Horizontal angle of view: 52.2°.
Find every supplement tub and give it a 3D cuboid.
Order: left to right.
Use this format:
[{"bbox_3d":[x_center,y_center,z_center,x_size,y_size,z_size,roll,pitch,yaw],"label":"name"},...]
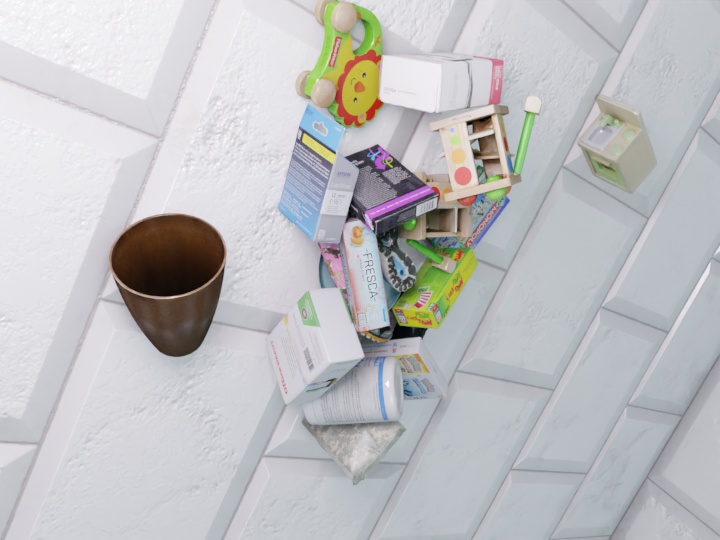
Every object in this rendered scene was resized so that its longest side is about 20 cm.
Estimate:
[{"bbox_3d":[-0.013,0.253,1.541,0.194,0.134,0.134,-5,129,12],"label":"supplement tub"}]

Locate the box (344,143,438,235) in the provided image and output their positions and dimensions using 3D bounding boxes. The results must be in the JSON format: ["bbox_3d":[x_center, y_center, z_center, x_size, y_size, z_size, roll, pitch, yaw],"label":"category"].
[{"bbox_3d":[0.030,-0.153,1.349,0.140,0.200,0.037,-23,138,-24],"label":"box"}]

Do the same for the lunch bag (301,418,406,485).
[{"bbox_3d":[-0.005,0.358,1.627,0.164,0.199,0.118,-44,134,-8],"label":"lunch bag"}]

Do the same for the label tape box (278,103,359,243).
[{"bbox_3d":[-0.068,-0.171,1.299,0.065,0.143,0.205,4,114,-37],"label":"label tape box"}]

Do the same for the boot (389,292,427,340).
[{"bbox_3d":[0.085,0.097,1.629,0.167,0.076,0.202,32,94,-43],"label":"boot"}]

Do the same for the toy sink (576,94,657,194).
[{"bbox_3d":[0.611,-0.300,1.772,0.112,0.130,0.200,-47,135,-3],"label":"toy sink"}]

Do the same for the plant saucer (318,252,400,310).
[{"bbox_3d":[0.000,0.000,1.489,0.195,0.027,0.207,0,90,-25],"label":"plant saucer"}]

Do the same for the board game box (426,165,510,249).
[{"bbox_3d":[0.244,-0.117,1.660,0.202,0.029,0.134,-53,134,0],"label":"board game box"}]

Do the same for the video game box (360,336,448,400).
[{"bbox_3d":[0.083,0.226,1.642,0.178,0.048,0.201,-10,139,23],"label":"video game box"}]

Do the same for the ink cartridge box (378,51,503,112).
[{"bbox_3d":[0.148,-0.346,1.338,0.197,0.144,0.087,-21,122,-43],"label":"ink cartridge box"}]

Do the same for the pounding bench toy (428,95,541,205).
[{"bbox_3d":[0.246,-0.212,1.327,0.124,0.195,0.160,-23,100,-65],"label":"pounding bench toy"}]

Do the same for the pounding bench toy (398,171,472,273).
[{"bbox_3d":[0.128,-0.092,1.473,0.153,0.123,0.206,-5,98,-35],"label":"pounding bench toy"}]

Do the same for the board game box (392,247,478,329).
[{"bbox_3d":[0.159,0.033,1.543,0.201,0.100,0.048,-53,129,-35],"label":"board game box"}]

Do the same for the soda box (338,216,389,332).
[{"bbox_3d":[0.004,0.005,1.351,0.062,0.068,0.206,-11,100,-12],"label":"soda box"}]

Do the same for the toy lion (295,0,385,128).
[{"bbox_3d":[-0.013,-0.357,1.297,0.189,0.068,0.205,-2,116,-45],"label":"toy lion"}]

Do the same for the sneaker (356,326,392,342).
[{"bbox_3d":[-0.003,0.088,1.541,0.198,0.078,0.079,31,85,-32],"label":"sneaker"}]

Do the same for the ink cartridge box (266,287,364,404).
[{"bbox_3d":[-0.092,0.148,1.414,0.082,0.148,0.200,-3,152,-36],"label":"ink cartridge box"}]

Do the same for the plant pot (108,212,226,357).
[{"bbox_3d":[-0.312,0.044,1.231,0.184,0.188,0.203,-22,142,-26],"label":"plant pot"}]

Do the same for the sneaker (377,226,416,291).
[{"bbox_3d":[0.035,-0.053,1.439,0.077,0.089,0.204,-27,104,-22],"label":"sneaker"}]

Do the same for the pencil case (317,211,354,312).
[{"bbox_3d":[-0.022,-0.016,1.420,0.085,0.083,0.204,-21,101,5],"label":"pencil case"}]
